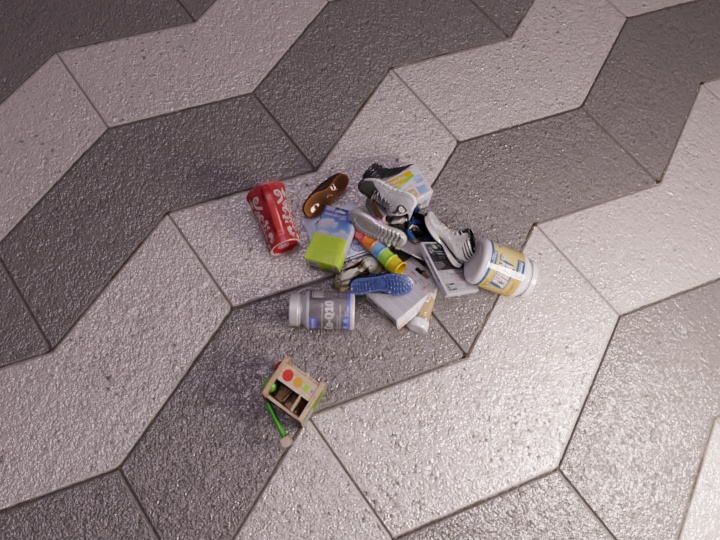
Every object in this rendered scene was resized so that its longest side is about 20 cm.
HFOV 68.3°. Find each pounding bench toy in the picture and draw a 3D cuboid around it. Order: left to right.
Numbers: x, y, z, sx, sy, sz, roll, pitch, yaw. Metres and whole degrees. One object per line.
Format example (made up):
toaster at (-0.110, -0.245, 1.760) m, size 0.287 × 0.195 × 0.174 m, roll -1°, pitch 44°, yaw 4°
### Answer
pounding bench toy at (-0.211, 0.369, 1.488) m, size 0.154 × 0.125 × 0.202 m, roll 31°, pitch 70°, yaw 8°

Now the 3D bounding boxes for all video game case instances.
video game case at (0.277, -0.007, 1.661) m, size 0.197 × 0.023 × 0.186 m, roll -3°, pitch 63°, yaw -50°

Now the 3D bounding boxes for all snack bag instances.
snack bag at (-0.078, -0.113, 1.741) m, size 0.195 × 0.022 × 0.193 m, roll -18°, pitch 71°, yaw -11°

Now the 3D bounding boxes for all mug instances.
mug at (-0.280, -0.164, 1.674) m, size 0.131 × 0.177 × 0.205 m, roll -27°, pitch 75°, yaw 18°

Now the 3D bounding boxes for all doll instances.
doll at (0.196, -0.152, 1.728) m, size 0.194 × 0.048 × 0.141 m, roll 13°, pitch 73°, yaw -21°

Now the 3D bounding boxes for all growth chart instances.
growth chart at (0.172, -0.071, 1.704) m, size 0.196 × 0.018 × 0.145 m, roll 27°, pitch 29°, yaw 9°

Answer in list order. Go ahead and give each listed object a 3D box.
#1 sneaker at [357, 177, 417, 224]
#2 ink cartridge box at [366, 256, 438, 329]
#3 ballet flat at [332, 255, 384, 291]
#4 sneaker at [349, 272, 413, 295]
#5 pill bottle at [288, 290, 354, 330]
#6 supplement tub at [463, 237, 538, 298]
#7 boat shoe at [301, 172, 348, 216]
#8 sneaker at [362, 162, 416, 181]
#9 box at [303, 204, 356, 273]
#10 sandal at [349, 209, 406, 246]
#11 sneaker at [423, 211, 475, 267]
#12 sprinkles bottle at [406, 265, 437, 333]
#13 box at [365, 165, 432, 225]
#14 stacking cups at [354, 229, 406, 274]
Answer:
sneaker at (0.075, -0.209, 1.641) m, size 0.194 × 0.076 × 0.118 m, roll 18°, pitch 57°, yaw 2°
ink cartridge box at (0.137, 0.065, 1.645) m, size 0.198 × 0.051 × 0.162 m, roll -34°, pitch 50°, yaw -19°
ballet flat at (0.000, 0.000, 1.679) m, size 0.196 × 0.071 × 0.072 m, roll -28°, pitch 73°, yaw -14°
sneaker at (0.062, 0.036, 1.614) m, size 0.193 × 0.078 × 0.073 m, roll 1°, pitch 103°, yaw -4°
pill bottle at (-0.115, 0.120, 1.598) m, size 0.193 × 0.114 × 0.117 m, roll 1°, pitch 68°, yaw -3°
supplement tub at (0.436, -0.003, 1.655) m, size 0.195 × 0.145 × 0.149 m, roll 18°, pitch 67°, yaw -12°
boat shoe at (-0.123, -0.251, 1.772) m, size 0.199 × 0.070 × 0.071 m, roll -42°, pitch 121°, yaw -21°
sneaker at (0.094, -0.339, 1.813) m, size 0.197 × 0.071 × 0.101 m, roll -31°, pitch 78°, yaw -10°
box at (-0.090, -0.102, 1.686) m, size 0.118 × 0.048 × 0.204 m, roll 14°, pitch 64°, yaw 14°
sandal at (0.055, -0.137, 1.654) m, size 0.199 × 0.083 × 0.050 m, roll 29°, pitch 54°, yaw 6°
sneaker at (0.289, -0.122, 1.656) m, size 0.203 × 0.115 × 0.075 m, roll 55°, pitch 35°, yaw 6°
sprinkles bottle at (0.200, 0.089, 1.657) m, size 0.066 × 0.069 × 0.205 m, roll 17°, pitch 68°, yaw 3°
box at (0.125, -0.240, 1.761) m, size 0.196 × 0.102 × 0.114 m, roll -28°, pitch 73°, yaw -14°
stacking cups at (0.056, -0.058, 1.678) m, size 0.060 × 0.061 × 0.199 m, roll -40°, pitch 62°, yaw -17°
